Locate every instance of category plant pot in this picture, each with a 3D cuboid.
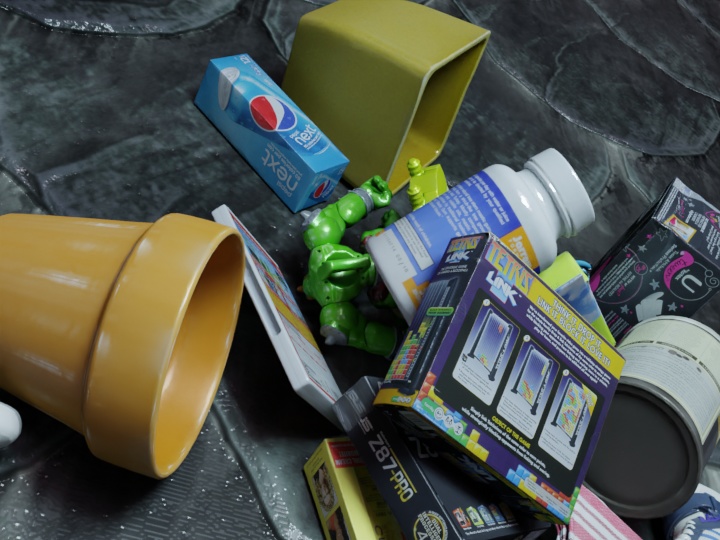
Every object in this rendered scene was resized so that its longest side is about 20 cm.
[{"bbox_3d":[0.014,-0.242,1.109,0.199,0.197,0.194,33,39,13],"label":"plant pot"},{"bbox_3d":[-0.209,0.040,0.687,0.181,0.202,0.201,15,40,4],"label":"plant pot"}]

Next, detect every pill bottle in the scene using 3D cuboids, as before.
[{"bbox_3d":[0.114,-0.029,0.819,0.113,0.199,0.112,59,2,-4],"label":"pill bottle"}]

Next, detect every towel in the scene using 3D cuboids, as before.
[{"bbox_3d":[0.225,0.298,0.790,0.146,0.030,0.201,43,33,-18],"label":"towel"}]

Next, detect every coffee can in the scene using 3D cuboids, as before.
[{"bbox_3d":[0.310,0.148,0.925,0.146,0.147,0.199,45,36,14],"label":"coffee can"}]

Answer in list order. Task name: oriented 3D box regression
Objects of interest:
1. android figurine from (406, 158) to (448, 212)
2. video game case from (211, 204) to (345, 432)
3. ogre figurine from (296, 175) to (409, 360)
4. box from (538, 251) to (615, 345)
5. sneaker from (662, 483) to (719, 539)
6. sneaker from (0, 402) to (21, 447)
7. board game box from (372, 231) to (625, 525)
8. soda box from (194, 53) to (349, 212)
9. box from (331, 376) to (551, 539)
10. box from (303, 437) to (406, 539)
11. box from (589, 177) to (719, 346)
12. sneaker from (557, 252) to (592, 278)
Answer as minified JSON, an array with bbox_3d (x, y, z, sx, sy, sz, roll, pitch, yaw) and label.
[{"bbox_3d":[0.087,-0.030,0.958,0.041,0.201,0.183,-12,43,14],"label":"android figurine"},{"bbox_3d":[-0.071,0.047,0.817,0.201,0.017,0.143,61,3,29],"label":"video game case"},{"bbox_3d":[0.000,0.000,0.914,0.119,0.098,0.203,-4,94,-31],"label":"ogre figurine"},{"bbox_3d":[0.187,0.059,0.894,0.200,0.121,0.048,46,14,-55],"label":"box"},{"bbox_3d":[0.323,0.273,0.871,0.198,0.081,0.147,10,28,-30],"label":"sneaker"},{"bbox_3d":[-0.335,0.135,0.595,0.198,0.071,0.081,-6,62,-30],"label":"sneaker"},{"bbox_3d":[0.125,0.093,0.739,0.200,0.056,0.166,40,63,-25],"label":"board game box"},{"bbox_3d":[-0.109,-0.167,1.039,0.200,0.068,0.064,47,41,16],"label":"soda box"},{"bbox_3d":[0.078,0.177,0.777,0.199,0.049,0.162,18,33,-55],"label":"box"},{"bbox_3d":[0.018,0.238,0.728,0.075,0.050,0.201,5,46,-32],"label":"box"},{"bbox_3d":[0.354,0.012,1.063,0.115,0.201,0.132,40,41,7],"label":"box"},{"bbox_3d":[0.233,0.016,1.006,0.199,0.081,0.074,-8,95,-60],"label":"sneaker"}]
